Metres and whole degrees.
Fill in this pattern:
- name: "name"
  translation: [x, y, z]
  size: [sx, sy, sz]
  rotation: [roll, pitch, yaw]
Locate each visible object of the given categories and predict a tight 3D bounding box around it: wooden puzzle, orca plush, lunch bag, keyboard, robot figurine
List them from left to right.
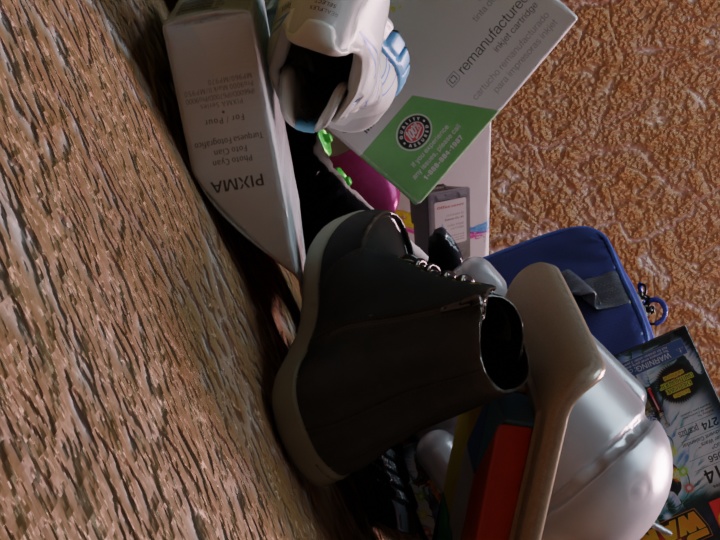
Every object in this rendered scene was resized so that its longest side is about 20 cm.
- name: "orca plush"
  translation: [0.000, 0.000, 1.201]
  size: [0.071, 0.105, 0.201]
  rotation: [-57, 133, -46]
- name: "keyboard"
  translation: [0.015, 0.085, 1.071]
  size: [0.200, 0.039, 0.105]
  rotation: [57, 11, -79]
- name: "wooden puzzle"
  translation: [0.061, 0.108, 0.959]
  size: [0.185, 0.037, 0.201]
  rotation: [-96, -158, -75]
- name: "lunch bag"
  translation: [0.119, 0.062, 1.392]
  size: [0.132, 0.199, 0.136]
  rotation: [62, 6, -57]
- name: "robot figurine"
  translation: [0.101, 0.090, 1.155]
  size: [0.200, 0.169, 0.113]
  rotation: [51, -39, 6]

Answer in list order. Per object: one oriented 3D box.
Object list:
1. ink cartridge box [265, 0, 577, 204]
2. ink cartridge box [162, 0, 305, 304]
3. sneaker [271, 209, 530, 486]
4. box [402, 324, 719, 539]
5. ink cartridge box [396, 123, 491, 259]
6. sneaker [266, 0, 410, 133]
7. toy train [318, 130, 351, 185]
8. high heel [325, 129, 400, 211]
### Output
- name: "ink cartridge box"
  translation: [0.005, -0.159, 1.170]
  size: [0.200, 0.145, 0.088]
  rotation: [41, 8, -4]
- name: "ink cartridge box"
  translation: [-0.059, -0.045, 1.037]
  size: [0.160, 0.047, 0.201]
  rotation: [-96, 178, -76]
- name: "sneaker"
  translation: [0.031, 0.023, 0.945]
  size: [0.075, 0.106, 0.200]
  rotation: [60, 21, -24]
- name: "box"
  translation: [0.136, 0.136, 1.226]
  size: [0.040, 0.199, 0.137]
  rotation: [54, 12, -76]
- name: "ink cartridge box"
  translation: [0.048, -0.068, 1.566]
  size: [0.148, 0.085, 0.201]
  rotation: [-106, -169, -55]
- name: "sneaker"
  translation: [-0.020, -0.103, 1.012]
  size: [0.200, 0.075, 0.087]
  rotation: [84, 22, -71]
- name: "toy train"
  translation: [-0.019, -0.030, 1.316]
  size: [0.056, 0.042, 0.201]
  rotation: [-77, 144, -64]
- name: "high heel"
  translation: [-0.033, -0.128, 1.386]
  size: [0.201, 0.067, 0.096]
  rotation: [63, -6, 20]
